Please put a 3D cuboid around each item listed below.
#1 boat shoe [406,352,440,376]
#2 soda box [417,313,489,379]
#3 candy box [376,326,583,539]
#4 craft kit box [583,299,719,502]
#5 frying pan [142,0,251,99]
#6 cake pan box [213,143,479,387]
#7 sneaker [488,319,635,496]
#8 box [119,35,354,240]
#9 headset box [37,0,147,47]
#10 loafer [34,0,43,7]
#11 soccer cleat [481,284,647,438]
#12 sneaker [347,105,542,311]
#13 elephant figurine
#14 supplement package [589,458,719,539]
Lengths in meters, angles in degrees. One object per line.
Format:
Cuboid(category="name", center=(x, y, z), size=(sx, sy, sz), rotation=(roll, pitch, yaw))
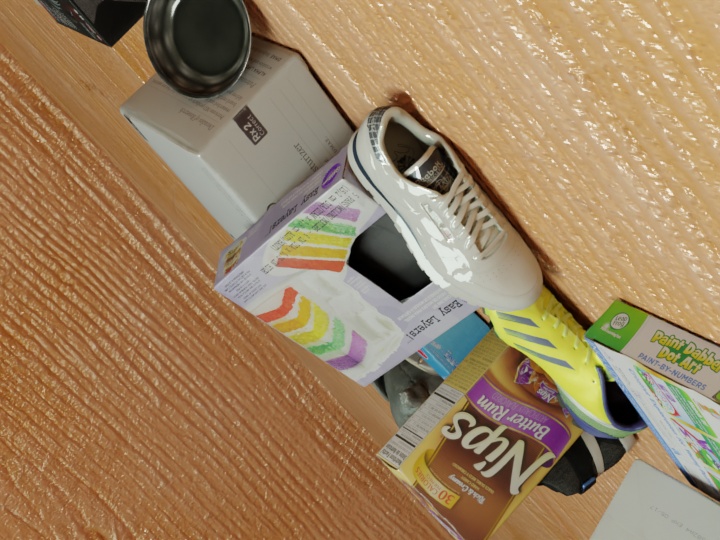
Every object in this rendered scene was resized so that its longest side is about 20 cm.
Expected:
Cuboid(category="boat shoe", center=(0.049, 0.051, 1.585), size=(0.200, 0.074, 0.073), rotation=(49, 179, 33))
Cuboid(category="soda box", center=(0.059, 0.035, 1.458), size=(0.200, 0.068, 0.064), rotation=(45, 171, -2))
Cuboid(category="candy box", center=(0.124, 0.136, 1.212), size=(0.117, 0.200, 0.056), rotation=(47, 171, -21))
Cuboid(category="craft kit box", center=(0.279, 0.126, 0.995), size=(0.200, 0.049, 0.197), rotation=(50, 172, -32))
Cuboid(category="frying pan", center=(-0.167, -0.235, 1.200), size=(0.190, 0.115, 0.031), rotation=(45, -151, 12))
Cuboid(category="cake pan box", center=(0.000, 0.000, 1.191), size=(0.184, 0.053, 0.200), rotation=(34, 131, -25))
Cuboid(category="sneaker", center=(0.169, 0.138, 1.297), size=(0.200, 0.112, 0.073), rotation=(47, 169, -16))
Cuboid(category="box", center=(-0.094, -0.110, 1.294), size=(0.199, 0.131, 0.200), rotation=(50, 169, -34))
Cuboid(category="headset box", center=(-0.328, -0.336, 1.481), size=(0.200, 0.077, 0.149), rotation=(29, 162, 53))
Cuboid(category="loafer", center=(-0.407, -0.378, 1.662), size=(0.069, 0.070, 0.200), rotation=(33, 169, 13))
Cuboid(category="soccer cleat", center=(0.177, 0.064, 1.143), size=(0.083, 0.065, 0.200), rotation=(-6, 131, 53))
Cuboid(category="sneaker", center=(0.071, -0.046, 1.067), size=(0.200, 0.076, 0.080), rotation=(44, 161, -4))
Cuboid(category="elephant figurine", center=(0.056, 0.114, 1.680), size=(0.201, 0.140, 0.156), rotation=(56, 150, 34))
Cuboid(category="supplement package", center=(0.298, 0.282, 1.121), size=(0.199, 0.151, 0.152), rotation=(32, 178, -33))
